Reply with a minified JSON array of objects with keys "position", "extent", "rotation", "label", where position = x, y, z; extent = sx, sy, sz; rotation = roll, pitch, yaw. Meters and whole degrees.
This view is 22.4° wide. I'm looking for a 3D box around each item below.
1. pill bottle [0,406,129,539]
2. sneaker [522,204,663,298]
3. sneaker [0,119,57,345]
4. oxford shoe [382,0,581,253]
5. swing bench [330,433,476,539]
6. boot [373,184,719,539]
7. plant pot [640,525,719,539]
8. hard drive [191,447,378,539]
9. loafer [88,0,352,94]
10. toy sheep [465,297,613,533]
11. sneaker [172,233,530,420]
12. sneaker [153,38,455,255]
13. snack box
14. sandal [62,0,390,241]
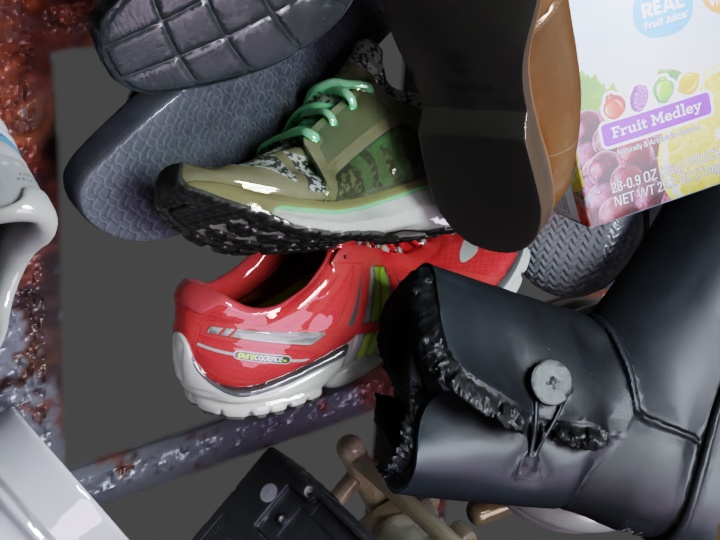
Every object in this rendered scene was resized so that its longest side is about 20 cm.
[{"position":[-0.198,0.153,0.767],"extent":[0.200,0.112,0.112],"rotation":[-42,137,-12],"label":"pill bottle"},{"position":[0.154,-0.076,0.946],"extent":[0.115,0.075,0.200],"rotation":[13,101,-57],"label":"sneaker"},{"position":[-0.188,0.033,0.712],"extent":[0.075,0.087,0.200],"rotation":[24,102,-49],"label":"sneaker"},{"position":[0.055,-0.109,0.738],"extent":[0.071,0.071,0.200],"rotation":[-48,142,-41],"label":"oxford shoe"},{"position":[0.060,0.219,0.972],"extent":[0.130,0.199,0.200],"rotation":[-50,139,-1],"label":"swing bench"},{"position":[0.099,0.021,0.840],"extent":[0.168,0.076,0.200],"rotation":[17,78,-17],"label":"boot"},{"position":[0.255,0.096,1.091],"extent":[0.186,0.186,0.200],"rotation":[12,122,-45],"label":"plant pot"},{"position":[-0.023,0.195,0.882],"extent":[0.140,0.200,0.038],"rotation":[-51,138,-2],"label":"hard drive"},{"position":[-0.030,-0.141,0.735],"extent":[0.200,0.072,0.073],"rotation":[-35,130,-17],"label":"loafer"},{"position":[0.116,0.081,0.981],"extent":[0.138,0.138,0.200],"rotation":[-35,175,-17],"label":"toy sheep"},{"position":[0.000,0.000,0.864],"extent":[0.200,0.077,0.085],"rotation":[-27,124,-27],"label":"sneaker"},{"position":[-0.010,-0.055,0.789],"extent":[0.200,0.077,0.089],"rotation":[-5,86,-45],"label":"sneaker"},{"position":[0.144,-0.141,0.824],"extent":[0.169,0.068,0.200],"rotation":[-20,107,-16],"label":"snack box"},{"position":[-0.052,-0.085,0.789],"extent":[0.200,0.043,0.076],"rotation":[-42,145,-24],"label":"sandal"}]
